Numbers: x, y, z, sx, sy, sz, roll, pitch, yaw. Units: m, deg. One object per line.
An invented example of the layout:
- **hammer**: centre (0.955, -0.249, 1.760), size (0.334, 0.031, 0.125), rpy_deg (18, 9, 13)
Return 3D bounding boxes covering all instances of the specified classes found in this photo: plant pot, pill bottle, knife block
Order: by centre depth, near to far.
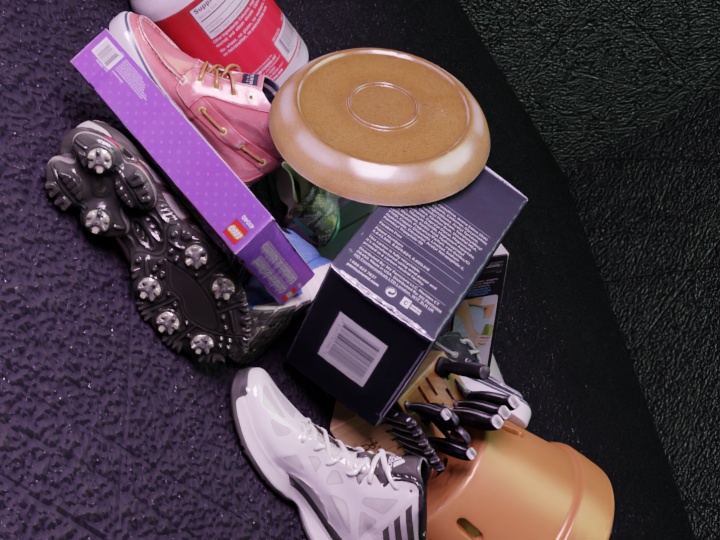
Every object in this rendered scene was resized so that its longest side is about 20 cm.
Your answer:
- **plant pot**: centre (0.019, -0.135, 0.945), size (0.028, 0.196, 0.202), rpy_deg (101, -15, -46)
- **knife block**: centre (0.062, 0.111, 1.012), size (0.065, 0.173, 0.201), rpy_deg (57, 19, -20)
- **pill bottle**: centre (-0.144, -0.245, 1.022), size (0.200, 0.111, 0.113), rpy_deg (50, 22, -37)
- **plant pot**: centre (0.120, 0.225, 1.030), size (0.140, 0.200, 0.201), rpy_deg (40, 24, -14)

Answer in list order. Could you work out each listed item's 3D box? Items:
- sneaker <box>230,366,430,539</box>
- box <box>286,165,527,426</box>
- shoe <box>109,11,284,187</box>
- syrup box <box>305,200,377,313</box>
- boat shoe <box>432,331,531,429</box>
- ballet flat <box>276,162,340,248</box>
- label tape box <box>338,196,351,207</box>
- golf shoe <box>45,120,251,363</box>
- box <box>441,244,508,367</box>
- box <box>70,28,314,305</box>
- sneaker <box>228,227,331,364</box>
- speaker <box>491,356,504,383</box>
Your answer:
- **sneaker**: centre (-0.012, 0.144, 0.854), size (0.202, 0.114, 0.076), rpy_deg (58, 18, -15)
- **box**: centre (0.041, 0.007, 0.948), size (0.104, 0.149, 0.201), rpy_deg (35, 51, 5)
- **shoe**: centre (-0.132, -0.164, 0.978), size (0.201, 0.090, 0.072), rpy_deg (53, 20, -32)
- **syrup box**: centre (0.000, 0.000, 1.142), size (0.079, 0.081, 0.201), rpy_deg (55, 22, -22)
- **boat shoe**: centre (0.092, 0.096, 1.106), size (0.068, 0.198, 0.072), rpy_deg (-57, 146, -17)
- **ballet flat**: centre (-0.059, -0.108, 1.159), size (0.072, 0.071, 0.202), rpy_deg (50, 21, -35)
- **label tape box**: centre (0.003, -0.113, 1.335), size (0.202, 0.063, 0.145), rpy_deg (60, 19, -14)
- **golf shoe**: centre (-0.142, -0.026, 0.792), size (0.202, 0.076, 0.088), rpy_deg (57, 12, -22)
- **box**: centre (0.100, 0.040, 1.193), size (0.117, 0.059, 0.203), rpy_deg (-122, -149, -52)
- **box**: centre (-0.121, -0.073, 0.810), size (0.200, 0.039, 0.137), rpy_deg (48, -3, 19)
- **sneaker**: centre (-0.086, 0.011, 0.922), size (0.089, 0.079, 0.200), rpy_deg (45, 19, 0)
- **speaker**: centre (0.126, 0.114, 1.350), size (0.081, 0.080, 0.203), rpy_deg (23, 43, -64)
